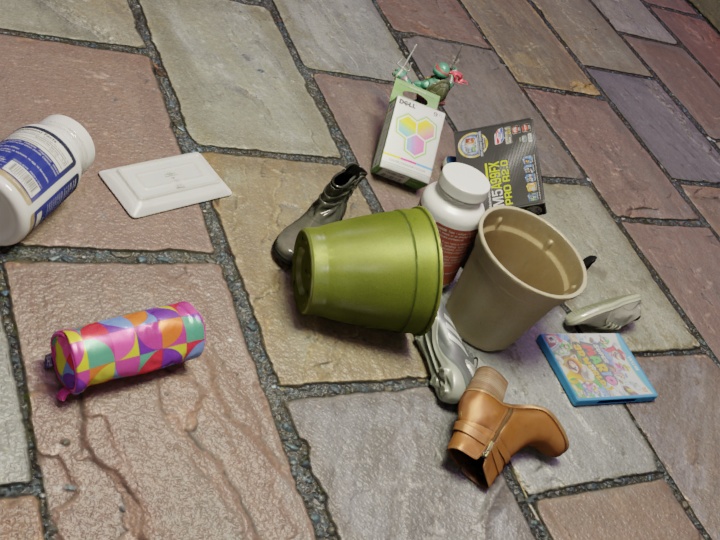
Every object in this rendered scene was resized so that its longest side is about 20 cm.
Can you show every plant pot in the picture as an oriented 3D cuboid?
[{"bbox_3d":[0.000,0.000,1.372,0.191,0.201,0.201,0,47,-17],"label":"plant pot"},{"bbox_3d":[0.240,0.028,1.486,0.199,0.184,0.201,18,41,-16],"label":"plant pot"}]

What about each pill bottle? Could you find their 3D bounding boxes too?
[{"bbox_3d":[-0.460,-0.132,1.248,0.115,0.116,0.200,30,38,-2],"label":"pill bottle"},{"bbox_3d":[0.141,-0.076,1.511,0.111,0.201,0.113,14,38,-12],"label":"pill bottle"}]

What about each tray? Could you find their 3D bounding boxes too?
[{"bbox_3d":[-0.307,-0.146,1.439,0.199,0.022,0.108,-20,62,-45],"label":"tray"}]

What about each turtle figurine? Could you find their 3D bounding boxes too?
[{"bbox_3d":[0.132,-0.368,1.823,0.149,0.201,0.101,6,44,-29],"label":"turtle figurine"}]

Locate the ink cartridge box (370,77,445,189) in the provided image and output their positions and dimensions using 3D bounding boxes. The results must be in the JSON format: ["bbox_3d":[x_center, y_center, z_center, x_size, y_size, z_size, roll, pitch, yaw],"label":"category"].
[{"bbox_3d":[0.098,-0.268,1.722,0.103,0.059,0.202,18,78,-15],"label":"ink cartridge box"}]

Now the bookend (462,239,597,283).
[{"bbox_3d":[0.301,-0.027,1.659,0.199,0.092,0.199,45,39,16],"label":"bookend"}]

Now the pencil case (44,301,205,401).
[{"bbox_3d":[-0.296,0.097,1.144,0.199,0.089,0.089,-15,57,-40],"label":"pencil case"}]

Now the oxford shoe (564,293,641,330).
[{"bbox_3d":[0.458,0.085,1.671,0.199,0.075,0.058,-10,90,-38],"label":"oxford shoe"}]

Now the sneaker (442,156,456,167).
[{"bbox_3d":[0.272,-0.207,1.815,0.199,0.112,0.077,27,39,-6],"label":"sneaker"}]

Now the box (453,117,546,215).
[{"bbox_3d":[0.268,-0.190,1.738,0.159,0.044,0.202,-8,61,13],"label":"box"}]

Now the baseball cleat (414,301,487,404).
[{"bbox_3d":[0.142,0.125,1.424,0.106,0.070,0.201,13,51,-31],"label":"baseball cleat"}]

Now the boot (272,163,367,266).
[{"bbox_3d":[-0.065,-0.100,1.462,0.067,0.131,0.200,35,39,5],"label":"boot"}]

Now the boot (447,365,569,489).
[{"bbox_3d":[0.217,0.255,1.322,0.200,0.076,0.156,45,48,-19],"label":"boot"}]

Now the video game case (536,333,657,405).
[{"bbox_3d":[0.418,0.171,1.585,0.198,0.018,0.144,3,46,-32],"label":"video game case"}]
